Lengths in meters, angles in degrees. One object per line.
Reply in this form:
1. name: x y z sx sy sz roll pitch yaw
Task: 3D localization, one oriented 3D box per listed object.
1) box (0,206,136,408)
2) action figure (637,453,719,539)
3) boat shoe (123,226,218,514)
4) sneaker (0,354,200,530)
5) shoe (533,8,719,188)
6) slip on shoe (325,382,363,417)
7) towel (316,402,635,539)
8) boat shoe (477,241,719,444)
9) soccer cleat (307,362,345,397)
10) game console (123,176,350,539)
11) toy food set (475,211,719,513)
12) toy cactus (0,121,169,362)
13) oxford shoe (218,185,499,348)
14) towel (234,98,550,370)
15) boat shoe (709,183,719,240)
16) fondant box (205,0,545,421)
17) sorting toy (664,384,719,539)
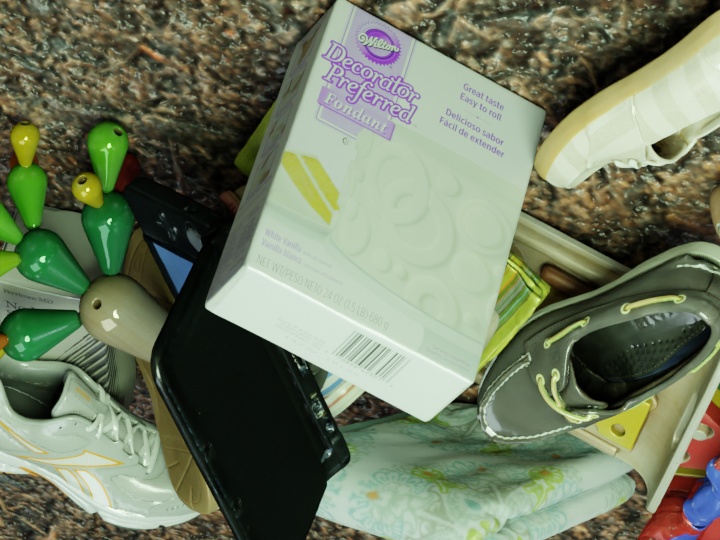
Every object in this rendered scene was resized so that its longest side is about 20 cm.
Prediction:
1. box: -0.202 0.042 1.720 0.082 0.069 0.200 11 146 6
2. action figure: 0.239 0.157 1.550 0.099 0.065 0.200 37 145 2
3. boat shoe: -0.107 0.059 1.668 0.071 0.069 0.201 13 118 54
4. sneaker: -0.183 0.112 1.690 0.199 0.076 0.092 18 141 -10
5. shoe: 0.167 -0.086 1.357 0.200 0.070 0.054 -36 79 48
6. slip on shoe: -0.065 0.090 1.735 0.061 0.074 0.200 51 141 -6
7. towel: 0.064 0.132 1.617 0.171 0.200 0.048 11 107 38
8. boat shoe: 0.138 0.052 1.458 0.072 0.061 0.201 46 126 -11
9. soccer cleat: 0.000 0.000 1.581 0.070 0.086 0.200 44 128 18
10. game console: -0.095 0.068 1.506 0.176 0.116 0.201 26 147 48
11. toy food set: 0.119 0.056 1.540 0.199 0.060 0.144 29 133 12
12. toy cactus: -0.190 0.005 1.586 0.165 0.200 0.102 35 178 -15
13. oxford shoe: -0.002 0.002 1.474 0.200 0.075 0.071 39 164 26
14. towel: 0.016 -0.025 1.489 0.200 0.018 0.086 41 126 4
15. boat shoe: 0.267 0.017 1.460 0.072 0.076 0.201 -4 124 43
16. fondant box: 0.012 -0.036 1.391 0.144 0.201 0.058 27 143 -14
17. sorting toy: 0.273 0.114 1.602 0.199 0.070 0.199 5 144 18
